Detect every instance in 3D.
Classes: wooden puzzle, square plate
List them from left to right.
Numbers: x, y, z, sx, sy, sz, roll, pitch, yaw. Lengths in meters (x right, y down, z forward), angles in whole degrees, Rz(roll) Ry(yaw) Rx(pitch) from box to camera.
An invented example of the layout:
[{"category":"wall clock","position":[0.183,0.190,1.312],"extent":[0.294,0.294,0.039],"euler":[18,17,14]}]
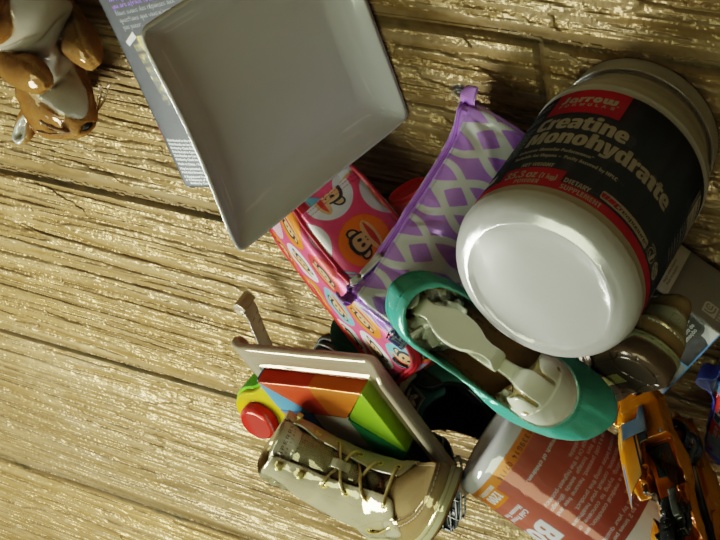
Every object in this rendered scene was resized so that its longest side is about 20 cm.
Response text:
[{"category":"square plate","position":[-0.065,-0.151,1.220],"extent":[0.028,0.200,0.199],"euler":[18,140,47]},{"category":"wooden puzzle","position":[-0.012,0.137,1.431],"extent":[0.199,0.037,0.185],"euler":[8,144,44]}]

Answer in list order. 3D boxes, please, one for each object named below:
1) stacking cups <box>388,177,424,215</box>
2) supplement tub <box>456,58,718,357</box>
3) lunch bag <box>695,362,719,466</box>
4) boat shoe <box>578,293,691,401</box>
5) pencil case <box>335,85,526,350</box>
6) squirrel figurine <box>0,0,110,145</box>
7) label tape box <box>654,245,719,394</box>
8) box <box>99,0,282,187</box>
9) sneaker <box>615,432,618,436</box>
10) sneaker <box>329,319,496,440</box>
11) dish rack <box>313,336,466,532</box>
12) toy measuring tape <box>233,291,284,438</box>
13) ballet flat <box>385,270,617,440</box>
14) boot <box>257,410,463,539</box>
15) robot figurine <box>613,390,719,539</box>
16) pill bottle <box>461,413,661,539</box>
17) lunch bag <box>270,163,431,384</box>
[{"category":"stacking cups","position":[0.089,0.012,1.360],"extent":[0.060,0.061,0.201],"euler":[-9,120,42]},{"category":"supplement tub","position":[0.168,-0.048,1.130],"extent":[0.139,0.200,0.141],"euler":[20,137,20]},{"category":"lunch bag","position":[0.357,0.123,1.233],"extent":[0.198,0.094,0.151],"euler":[22,140,21]},{"category":"boat shoe","position":[0.198,0.054,1.209],"extent":[0.071,0.077,0.200],"euler":[37,163,-14]},{"category":"pencil case","position":[0.062,-0.038,1.227],"extent":[0.085,0.201,0.084],"euler":[33,177,-20]},{"category":"squirrel figurine","position":[-0.308,-0.210,1.419],"extent":[0.199,0.142,0.188],"euler":[28,152,34]},{"category":"label tape box","position":[0.188,0.014,1.280],"extent":[0.199,0.066,0.144],"euler":[35,140,2]},{"category":"box","position":[-0.111,-0.181,1.278],"extent":[0.105,0.122,0.201],"euler":[4,129,36]},{"category":"sneaker","position":[0.226,0.219,1.447],"extent":[0.070,0.080,0.202],"euler":[32,121,19]},{"category":"sneaker","position":[0.053,0.096,1.441],"extent":[0.198,0.080,0.072],"euler":[22,129,16]},{"category":"dish rack","position":[0.026,0.166,1.533],"extent":[0.199,0.055,0.154],"euler":[24,140,32]},{"category":"toy measuring tape","position":[-0.104,0.106,1.588],"extent":[0.073,0.074,0.201],"euler":[3,129,35]},{"category":"ballet flat","position":[0.103,0.070,1.150],"extent":[0.199,0.070,0.068],"euler":[33,96,-3]},{"category":"boot","position":[-0.005,0.179,1.382],"extent":[0.155,0.073,0.200],"euler":[31,159,-9]},{"category":"robot figurine","position":[0.250,0.194,1.229],"extent":[0.058,0.202,0.145],"euler":[-24,142,24]},{"category":"pill bottle","position":[0.194,0.192,1.335],"extent":[0.199,0.112,0.112],"euler":[34,140,0]},{"category":"lunch bag","position":[0.000,0.000,1.360],"extent":[0.201,0.082,0.176],"euler":[52,167,5]}]
